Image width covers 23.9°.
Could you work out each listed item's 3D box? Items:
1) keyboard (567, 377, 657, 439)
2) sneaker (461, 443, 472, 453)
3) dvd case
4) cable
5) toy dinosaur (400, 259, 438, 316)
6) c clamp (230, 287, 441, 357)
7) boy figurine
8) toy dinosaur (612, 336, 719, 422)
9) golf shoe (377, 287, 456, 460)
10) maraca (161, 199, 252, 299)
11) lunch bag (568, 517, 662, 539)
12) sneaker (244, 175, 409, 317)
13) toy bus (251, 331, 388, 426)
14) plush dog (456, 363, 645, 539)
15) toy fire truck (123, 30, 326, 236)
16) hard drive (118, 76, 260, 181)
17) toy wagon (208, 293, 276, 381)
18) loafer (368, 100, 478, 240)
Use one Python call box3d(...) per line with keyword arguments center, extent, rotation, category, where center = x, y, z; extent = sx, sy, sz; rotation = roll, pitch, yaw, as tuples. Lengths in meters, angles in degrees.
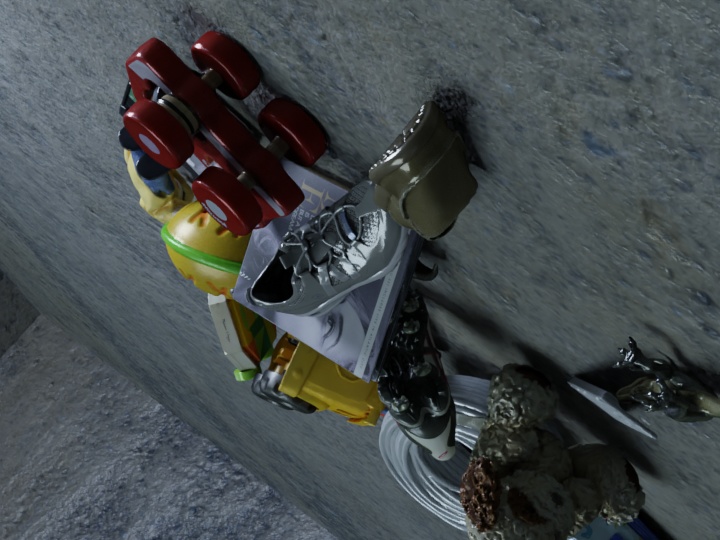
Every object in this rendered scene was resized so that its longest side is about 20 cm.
box3d(center=(0.211, 0.116, 1.443), extent=(0.056, 0.011, 0.200), rotation=(42, 180, 0), category="keyboard")
box3d(center=(0.130, 0.201, 1.936), extent=(0.087, 0.076, 0.200), rotation=(26, 170, -2), category="sneaker")
box3d(center=(-0.033, -0.005, 1.562), extent=(0.016, 0.149, 0.200), rotation=(5, -162, -47), category="dvd case")
box3d(center=(0.118, 0.192, 1.767), extent=(0.200, 0.069, 0.200), rotation=(27, 143, 15), category="cable")
box3d(center=(0.000, 0.000, 1.588), extent=(0.077, 0.103, 0.200), rotation=(4, 164, -25), category="toy dinosaur")
box3d(center=(-0.011, 0.054, 1.761), extent=(0.171, 0.027, 0.200), rotation=(21, -177, 34), category="c clamp")
box3d(center=(-0.222, -0.101, 1.900), extent=(0.124, 0.064, 0.200), rotation=(58, 172, 15), category="boy figurine")
box3d(center=(0.243, 0.095, 1.290), extent=(0.088, 0.048, 0.200), rotation=(27, 179, -26), category="toy dinosaur")
box3d(center=(0.044, 0.096, 1.631), extent=(0.200, 0.077, 0.088), rotation=(-104, -9, -49), category="golf shoe")
box3d(center=(-0.119, -0.018, 1.810), extent=(0.200, 0.107, 0.137), rotation=(21, -158, 23), category="maraca")
box3d(center=(0.275, 0.310, 1.817), extent=(0.200, 0.082, 0.161), rotation=(44, 167, -12), category="lunch bag")
box3d(center=(-0.028, -0.013, 1.473), extent=(0.200, 0.082, 0.075), rotation=(-48, 58, 43), category="sneaker")
box3d(center=(-0.010, 0.116, 1.936), extent=(0.192, 0.136, 0.200), rotation=(26, 170, -8), category="toy bus")
box3d(center=(0.147, 0.213, 1.577), extent=(0.160, 0.172, 0.200), rotation=(-33, 110, 32), category="plush dog")
box3d(center=(-0.135, -0.117, 1.514), extent=(0.200, 0.112, 0.168), rotation=(45, 163, -12), category="toy fire truck")
box3d(center=(-0.174, -0.146, 1.704), extent=(0.140, 0.038, 0.200), rotation=(42, 167, -3), category="hard drive")
box3d(center=(-0.139, 0.036, 2.039), extent=(0.200, 0.039, 0.155), rotation=(-58, -47, -70), category="toy wagon")
box3d(center=(0.052, -0.069, 1.263), extent=(0.067, 0.076, 0.200), rotation=(39, 176, 5), category="loafer")
